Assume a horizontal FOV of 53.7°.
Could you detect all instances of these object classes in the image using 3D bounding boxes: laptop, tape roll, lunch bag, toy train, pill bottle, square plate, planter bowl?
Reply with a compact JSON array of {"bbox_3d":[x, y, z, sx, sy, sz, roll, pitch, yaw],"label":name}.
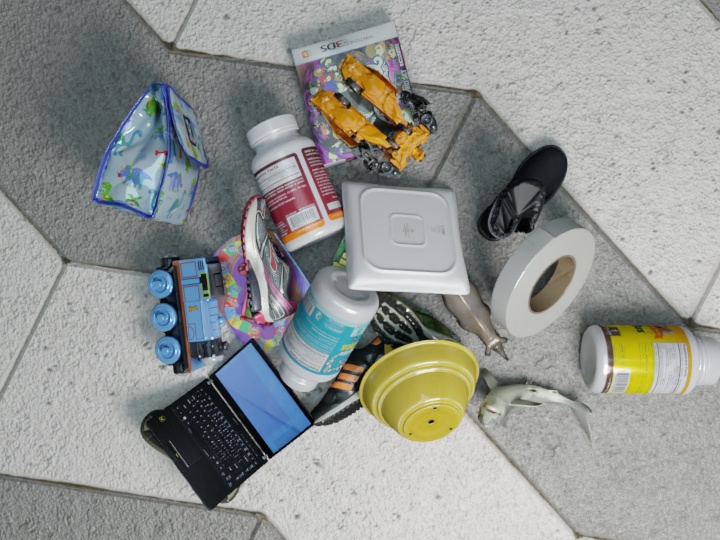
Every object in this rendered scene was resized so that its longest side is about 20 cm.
[{"bbox_3d":[-0.210,0.248,1.154,0.199,0.103,0.178,-35,84,-32],"label":"laptop"},{"bbox_3d":[0.287,0.013,1.112,0.203,0.203,0.037,-50,52,1],"label":"tape roll"},{"bbox_3d":[-0.317,-0.181,1.125,0.126,0.170,0.202,15,90,1],"label":"lunch bag"},{"bbox_3d":[-0.278,0.070,1.165,0.113,0.087,0.203,-6,91,11],"label":"toy train"},{"bbox_3d":[-0.107,-0.142,1.150,0.112,0.113,0.202,-23,91,1],"label":"pill bottle"},{"bbox_3d":[0.072,-0.059,1.124,0.196,0.029,0.202,3,60,-12],"label":"square plate"},{"bbox_3d":[0.465,0.144,1.146,0.197,0.109,0.111,1,91,1],"label":"pill bottle"},{"bbox_3d":[-0.060,0.099,1.131,0.110,0.111,0.201,31,119,1],"label":"pill bottle"},{"bbox_3d":[0.102,0.208,1.112,0.198,0.084,0.202,-7,132,-7],"label":"planter bowl"}]

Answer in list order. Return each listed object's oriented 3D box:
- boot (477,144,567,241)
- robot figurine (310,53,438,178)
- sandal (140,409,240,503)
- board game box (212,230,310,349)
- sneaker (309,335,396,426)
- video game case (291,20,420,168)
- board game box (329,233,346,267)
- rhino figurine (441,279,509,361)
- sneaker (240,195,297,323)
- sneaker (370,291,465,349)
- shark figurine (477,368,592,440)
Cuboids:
[{"bbox_3d":[0.268,-0.124,1.116,0.076,0.168,0.200,44,91,0],"label":"boot"},{"bbox_3d":[0.027,-0.242,1.136,0.200,0.058,0.145,41,93,1],"label":"robot figurine"},{"bbox_3d":[-0.281,0.307,1.192,0.201,0.057,0.080,41,56,-1],"label":"sandal"},{"bbox_3d":[-0.173,0.034,1.190,0.157,0.039,0.201,-34,90,2],"label":"board game box"},{"bbox_3d":[-0.013,0.177,1.186,0.199,0.070,0.090,-37,68,6],"label":"sneaker"},{"bbox_3d":[-0.004,-0.291,1.183,0.179,0.036,0.202,-14,91,3],"label":"video game case"},{"bbox_3d":[0.000,0.000,1.193,0.104,0.023,0.202,26,91,-2],"label":"board game box"},{"bbox_3d":[0.181,0.069,1.161,0.060,0.087,0.201,-35,90,2],"label":"rhino figurine"},{"bbox_3d":[-0.151,-0.020,1.137,0.074,0.081,0.203,-8,94,-12],"label":"sneaker"},{"bbox_3d":[0.092,0.093,1.167,0.199,0.089,0.077,38,115,-9],"label":"sneaker"},{"bbox_3d":[0.273,0.232,1.182,0.212,0.128,0.090,3,117,-16],"label":"shark figurine"}]
